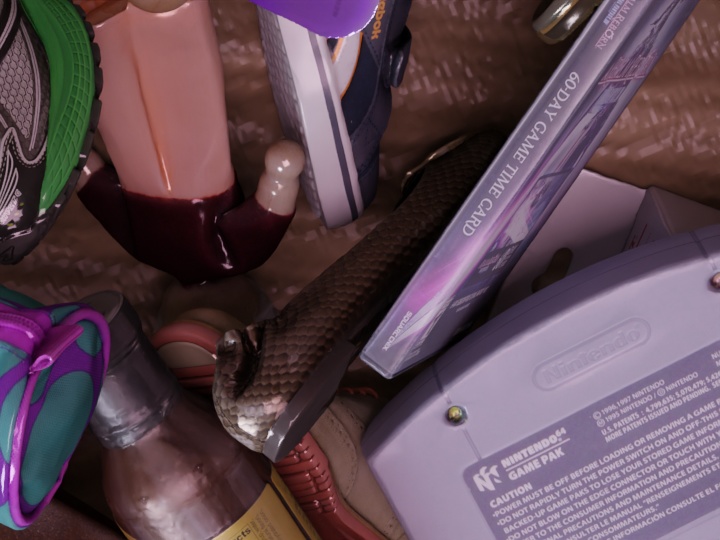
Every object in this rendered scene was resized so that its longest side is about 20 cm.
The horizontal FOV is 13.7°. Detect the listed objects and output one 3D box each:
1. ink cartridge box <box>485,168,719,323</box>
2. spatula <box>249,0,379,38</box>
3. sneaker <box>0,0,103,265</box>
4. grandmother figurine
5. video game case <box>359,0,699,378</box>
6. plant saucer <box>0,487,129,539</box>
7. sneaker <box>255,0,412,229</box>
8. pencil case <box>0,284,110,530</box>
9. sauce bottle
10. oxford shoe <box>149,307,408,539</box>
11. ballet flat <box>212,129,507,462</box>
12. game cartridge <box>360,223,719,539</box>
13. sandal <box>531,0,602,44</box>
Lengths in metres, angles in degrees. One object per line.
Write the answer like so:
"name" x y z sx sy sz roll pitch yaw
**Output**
"ink cartridge box" 0.156 0.044 1.254 0.199 0.067 0.116 18 109 -11
"spatula" -0.070 -0.151 1.123 0.200 0.021 0.057 36 128 26
"sneaker" -0.155 -0.091 1.109 0.085 0.201 0.078 2 148 -36
"grandmother figurine" -0.076 -0.036 1.193 0.061 0.121 0.201 -40 130 -34
"video game case" 0.076 -0.050 1.165 0.019 0.143 0.200 37 102 8
"plant saucer" -0.155 0.088 1.186 0.200 0.200 0.037 32 86 -16
"sneaker" -0.004 -0.113 1.172 0.079 0.079 0.201 -16 119 -9
"pencil case" -0.191 0.019 1.083 0.199 0.085 0.093 22 136 14
"sauce bottle" -0.057 0.096 1.159 0.064 0.065 0.201 -28 112 7
"oxford shoe" -0.023 0.072 1.227 0.070 0.074 0.200 -2 140 33
"ballet flat" 0.000 0.000 1.173 0.046 0.200 0.068 33 139 9
"game cartridge" 0.108 0.064 1.202 0.199 0.041 0.134 -27 114 4
"sandal" 0.111 -0.183 1.158 0.054 0.080 0.201 27 107 2
